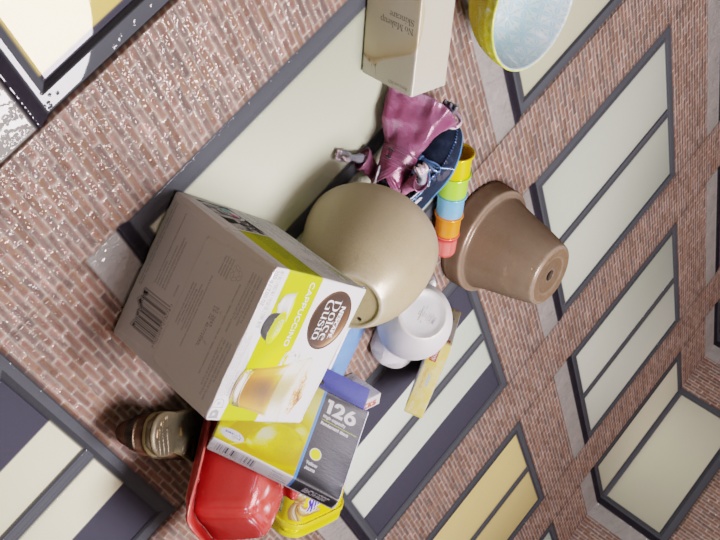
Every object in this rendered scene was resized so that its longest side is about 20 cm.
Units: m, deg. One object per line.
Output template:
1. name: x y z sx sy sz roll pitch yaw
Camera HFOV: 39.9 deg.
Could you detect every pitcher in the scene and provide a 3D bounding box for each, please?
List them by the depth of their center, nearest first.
1. pitcher: 0.091 0.067 1.626 0.200 0.120 0.174 123 -8 -74

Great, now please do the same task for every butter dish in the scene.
1. butter dish: -0.155 0.297 1.418 0.201 0.145 0.203 81 17 -60

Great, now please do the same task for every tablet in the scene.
1. tablet: -0.030 0.135 1.568 0.132 0.013 0.200 -65 172 7

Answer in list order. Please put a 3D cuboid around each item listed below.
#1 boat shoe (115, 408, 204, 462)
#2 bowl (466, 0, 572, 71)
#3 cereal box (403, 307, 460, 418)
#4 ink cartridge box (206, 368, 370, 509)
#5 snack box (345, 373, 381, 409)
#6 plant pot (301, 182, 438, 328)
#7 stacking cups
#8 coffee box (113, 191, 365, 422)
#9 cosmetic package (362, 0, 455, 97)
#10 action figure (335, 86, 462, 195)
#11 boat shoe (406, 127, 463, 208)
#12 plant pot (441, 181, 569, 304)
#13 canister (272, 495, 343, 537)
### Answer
1. boat shoe: -0.267 0.223 1.362 0.200 0.066 0.074 39 54 -72
2. bowl: 0.216 -0.406 1.451 0.199 0.107 0.203 -33 139 -33
3. cereal box: 0.130 0.158 1.764 0.200 0.039 0.146 -51 163 -73
4. ink cartridge box: -0.090 0.200 1.390 0.047 0.195 0.202 -53 -167 53
5. snack box: -0.057 0.222 1.624 0.198 0.071 0.025 -18 130 -44
6. plant pot: 0.000 0.000 1.373 0.135 0.196 0.203 -68 163 -50
7. stacking cups: 0.149 -0.109 1.641 0.060 0.060 0.203 -28 137 -36
8. coffee box: -0.150 0.052 1.255 0.197 0.199 0.202 15 105 -55
9. cosmetic package: 0.065 -0.347 1.308 0.072 0.103 0.203 -25 133 -37
10. action figure: 0.052 -0.173 1.451 0.203 0.132 0.149 -64 169 8
11. boat shoe: 0.091 -0.143 1.518 0.202 0.083 0.068 -61 151 1
12. plant pot: 0.270 -0.030 1.759 0.199 0.173 0.203 -33 139 -34
13. canister: -0.077 0.330 1.674 0.147 0.086 0.203 -12 124 -48
